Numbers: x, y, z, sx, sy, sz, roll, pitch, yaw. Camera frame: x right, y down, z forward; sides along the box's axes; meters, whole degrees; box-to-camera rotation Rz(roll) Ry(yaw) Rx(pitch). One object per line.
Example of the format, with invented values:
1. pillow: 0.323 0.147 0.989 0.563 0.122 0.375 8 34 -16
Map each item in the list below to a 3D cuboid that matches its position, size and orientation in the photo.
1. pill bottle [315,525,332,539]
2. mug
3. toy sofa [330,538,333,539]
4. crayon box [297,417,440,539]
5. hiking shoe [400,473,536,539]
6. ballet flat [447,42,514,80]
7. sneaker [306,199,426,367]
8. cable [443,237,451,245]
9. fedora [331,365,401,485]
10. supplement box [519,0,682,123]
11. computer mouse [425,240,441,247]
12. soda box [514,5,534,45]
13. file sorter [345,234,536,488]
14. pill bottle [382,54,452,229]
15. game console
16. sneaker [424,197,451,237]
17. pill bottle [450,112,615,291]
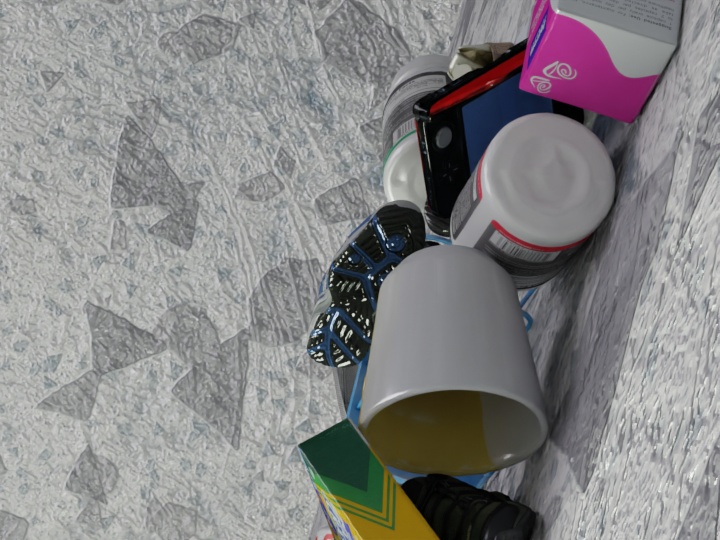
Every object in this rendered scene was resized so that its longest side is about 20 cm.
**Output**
1. pill bottle: -0.016 0.386 1.845 0.114 0.113 0.201 117 169 -72
2. mug: 0.056 0.070 1.388 0.149 0.186 0.154 45 -144 -48
3. toy sofa: -0.003 0.310 1.697 0.200 0.083 0.098 -44 28 36
4. crayon box: 0.027 0.218 1.285 0.200 0.051 0.126 48 161 51
5. hiking shoe: 0.075 0.203 1.336 0.200 0.100 0.076 154 132 -85
6. ballet flat: 0.120 -0.189 1.660 0.200 0.067 0.068 -97 27 -73
7. sneaker: 0.000 0.000 1.554 0.077 0.075 0.200 -86 21 -44
8. cable: 0.127 -0.015 1.816 0.200 0.069 0.201 117 168 -72
9. fedora: 0.040 0.158 1.862 0.177 0.090 0.201 57 -161 -50
10. supplement box: 0.201 -0.234 1.378 0.101 0.103 0.201 113 171 -54
11. computer mouse: 0.061 -0.002 1.771 0.200 0.034 0.059 -29 -44 -85
12. soda box: 0.177 -0.184 1.784 0.200 0.068 0.064 111 174 -57
13. file sorter: 0.078 0.087 1.578 0.123 0.138 0.201 120 167 -59
14. pill bottle: 0.078 -0.137 1.760 0.200 0.113 0.114 -88 14 -58
15. game console: 0.156 -0.143 1.494 0.200 0.118 0.173 -32 -53 -30
16. sneaker: 0.136 -0.074 1.630 0.200 0.074 0.089 -38 -33 -32
17. pill bottle: 0.136 -0.047 1.443 0.200 0.110 0.111 117 169 -71
